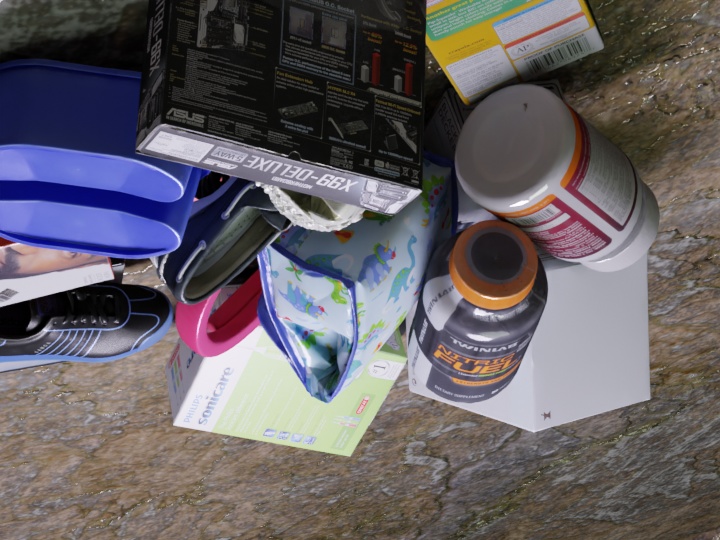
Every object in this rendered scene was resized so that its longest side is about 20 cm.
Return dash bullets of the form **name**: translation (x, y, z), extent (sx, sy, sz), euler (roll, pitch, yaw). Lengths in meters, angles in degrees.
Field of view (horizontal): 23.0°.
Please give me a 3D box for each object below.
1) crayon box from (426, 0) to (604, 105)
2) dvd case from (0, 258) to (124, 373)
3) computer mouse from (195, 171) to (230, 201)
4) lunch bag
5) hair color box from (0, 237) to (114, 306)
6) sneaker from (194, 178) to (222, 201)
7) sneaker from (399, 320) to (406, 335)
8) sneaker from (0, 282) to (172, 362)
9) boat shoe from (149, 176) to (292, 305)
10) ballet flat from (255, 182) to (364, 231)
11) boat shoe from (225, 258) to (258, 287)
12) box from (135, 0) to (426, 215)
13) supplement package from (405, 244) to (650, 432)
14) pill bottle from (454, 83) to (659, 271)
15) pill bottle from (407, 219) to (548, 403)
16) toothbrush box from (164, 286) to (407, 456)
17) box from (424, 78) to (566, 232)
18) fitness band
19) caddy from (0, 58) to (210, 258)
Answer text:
- **crayon box**: translation (0.107, -0.211, 1.373), extent (0.125, 0.052, 0.200), euler (-22, 156, 11)
- **dvd case**: translation (-0.302, 0.044, 1.691), extent (0.141, 0.018, 0.200), euler (-10, 155, -17)
- **computer mouse**: translation (-0.057, -0.142, 1.418), extent (0.199, 0.046, 0.141), euler (-24, 139, -16)
- **lunch bag**: translation (0.000, 0.000, 1.558), extent (0.170, 0.127, 0.201), euler (-49, 151, -28)
- **hair color box**: translation (-0.316, -0.017, 1.495), extent (0.198, 0.064, 0.111), euler (-15, 155, -7)
- **sneaker**: translation (-0.140, -0.083, 1.490), extent (0.087, 0.074, 0.201), euler (-43, 154, -18)
- **sneaker**: translation (-0.050, 0.055, 1.843), extent (0.198, 0.076, 0.080), euler (-21, 141, -3)
- **sneaker**: translation (-0.264, 0.043, 1.607), extent (0.198, 0.071, 0.078), euler (-8, 161, -17)
- **boat shoe**: translation (-0.079, -0.051, 1.408), extent (0.200, 0.060, 0.076), euler (-43, 142, 10)
- **ballet flat**: translation (-0.040, -0.068, 1.333), extent (0.071, 0.072, 0.200), euler (-26, 149, 20)
- **boat shoe**: translation (-0.095, -0.003, 1.679), extent (0.199, 0.057, 0.067), euler (2, 150, -36)
- **box**: translation (-0.051, -0.139, 1.231), extent (0.198, 0.159, 0.050), euler (12, 155, -24)
- **supplement package**: translation (0.159, 0.050, 1.720), extent (0.150, 0.153, 0.199), euler (-11, -166, -33)
- **pill bottle**: translation (0.172, -0.072, 1.499), extent (0.109, 0.110, 0.200), euler (-28, 149, 23)
- **pill bottle**: translation (0.101, 0.031, 1.514), extent (0.105, 0.107, 0.200), euler (-12, 157, -10)
- **toothbrush box**: translation (-0.076, 0.092, 1.761), extent (0.198, 0.086, 0.146), euler (11, 127, -24)
- **box**: translation (0.104, -0.092, 1.618), extent (0.116, 0.061, 0.200), euler (-7, 154, -23)
- **fitness band**: translation (-0.091, -0.008, 1.566), extent (0.200, 0.037, 0.144), euler (-47, 162, -27)
- **caddy**: translation (-0.206, -0.092, 1.339), extent (0.198, 0.106, 0.142), euler (7, 144, -4)
